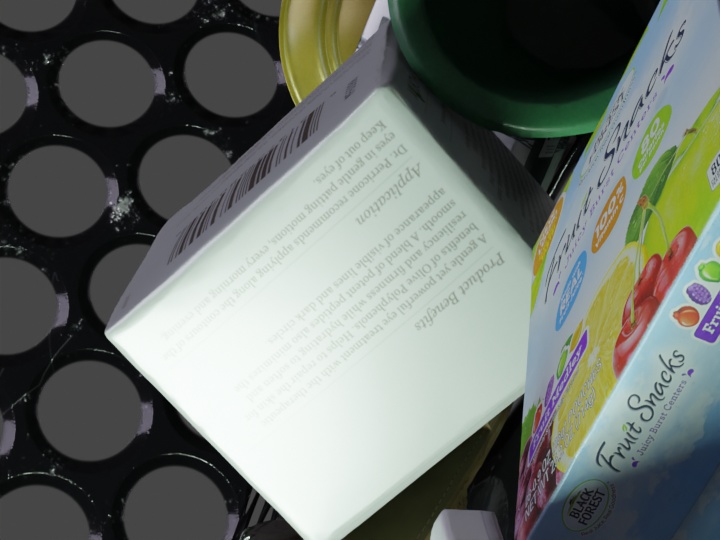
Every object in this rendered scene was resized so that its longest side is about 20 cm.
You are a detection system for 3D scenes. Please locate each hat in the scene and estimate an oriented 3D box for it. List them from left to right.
[{"bbox_3d":[0.121,-0.144,0.821,0.176,0.198,0.167,40,-147,-80],"label":"hat"}]

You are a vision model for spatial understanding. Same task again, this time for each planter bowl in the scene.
[{"bbox_3d":[0.042,-0.178,1.116,0.083,0.200,0.202,7,73,55],"label":"planter bowl"}]

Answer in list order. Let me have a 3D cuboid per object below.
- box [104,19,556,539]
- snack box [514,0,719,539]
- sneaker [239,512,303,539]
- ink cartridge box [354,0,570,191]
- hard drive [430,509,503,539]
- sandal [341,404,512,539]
[{"bbox_3d":[0.000,0.000,0.815,0.199,0.171,0.200,-40,12,15],"label":"box"},{"bbox_3d":[0.116,-0.010,0.520,0.200,0.067,0.169,-74,6,-58],"label":"snack box"},{"bbox_3d":[-0.056,0.219,1.030,0.200,0.090,0.077,-15,-60,-72],"label":"sneaker"},{"bbox_3d":[0.063,-0.105,1.001,0.083,0.146,0.201,1,-66,-60],"label":"ink cartridge box"},{"bbox_3d":[0.039,0.181,0.432,0.200,0.026,0.133,-101,16,-67],"label":"hard drive"},{"bbox_3d":[0.040,0.141,0.824,0.077,0.070,0.212,-3,38,42],"label":"sandal"}]
